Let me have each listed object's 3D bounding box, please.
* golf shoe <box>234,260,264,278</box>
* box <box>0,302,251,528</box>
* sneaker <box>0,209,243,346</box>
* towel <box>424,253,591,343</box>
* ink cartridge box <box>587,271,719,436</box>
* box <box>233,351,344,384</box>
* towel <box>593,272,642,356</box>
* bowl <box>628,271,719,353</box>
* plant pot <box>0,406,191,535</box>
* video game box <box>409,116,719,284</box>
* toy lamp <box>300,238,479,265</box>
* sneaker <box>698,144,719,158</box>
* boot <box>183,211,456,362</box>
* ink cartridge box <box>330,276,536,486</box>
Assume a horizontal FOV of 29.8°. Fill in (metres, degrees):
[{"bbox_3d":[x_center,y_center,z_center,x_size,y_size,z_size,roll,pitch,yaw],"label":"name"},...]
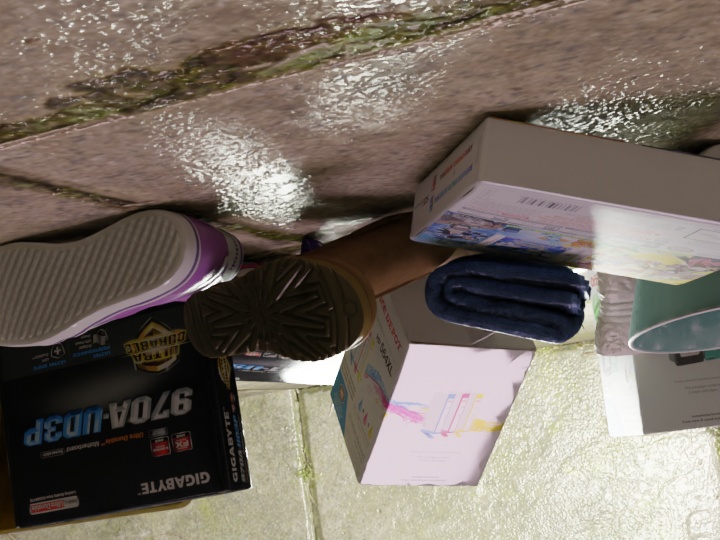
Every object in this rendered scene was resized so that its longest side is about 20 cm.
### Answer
[{"bbox_3d":[-0.073,0.022,1.168,0.092,0.073,0.200,-14,-177,-2],"label":"golf shoe"},{"bbox_3d":[-0.194,0.114,1.092,0.199,0.160,0.046,-12,170,20],"label":"box"},{"bbox_3d":[-0.175,0.011,0.951,0.200,0.073,0.114,-11,174,23],"label":"sneaker"},{"bbox_3d":[0.110,0.014,0.978,0.111,0.049,0.200,10,-176,10],"label":"towel"},{"bbox_3d":[0.349,0.076,1.503,0.145,0.201,0.147,-6,172,-5],"label":"ink cartridge box"},{"bbox_3d":[-0.087,0.075,1.393,0.199,0.050,0.199,4,161,-12],"label":"box"},{"bbox_3d":[0.337,0.017,1.383,0.199,0.133,0.035,-6,-150,-4],"label":"towel"},{"bbox_3d":[0.342,0.004,1.269,0.200,0.105,0.201,-7,164,-2],"label":"bowl"},{"bbox_3d":[-0.283,0.129,1.319,0.199,0.201,0.176,-6,-177,-15],"label":"plant pot"},{"bbox_3d":[0.147,-0.038,0.849,0.199,0.047,0.182,9,167,-9],"label":"video game box"},{"bbox_3d":[0.053,-0.010,1.100,0.199,0.058,0.058,-4,172,-14],"label":"toy lamp"},{"bbox_3d":[0.288,-0.052,1.000,0.199,0.071,0.099,4,169,-31],"label":"sneaker"},{"bbox_3d":[0.000,0.000,0.930,0.175,0.066,0.200,-2,-166,44],"label":"boot"},{"bbox_3d":[0.066,0.084,1.250,0.125,0.129,0.200,4,126,-20],"label":"ink cartridge box"}]
